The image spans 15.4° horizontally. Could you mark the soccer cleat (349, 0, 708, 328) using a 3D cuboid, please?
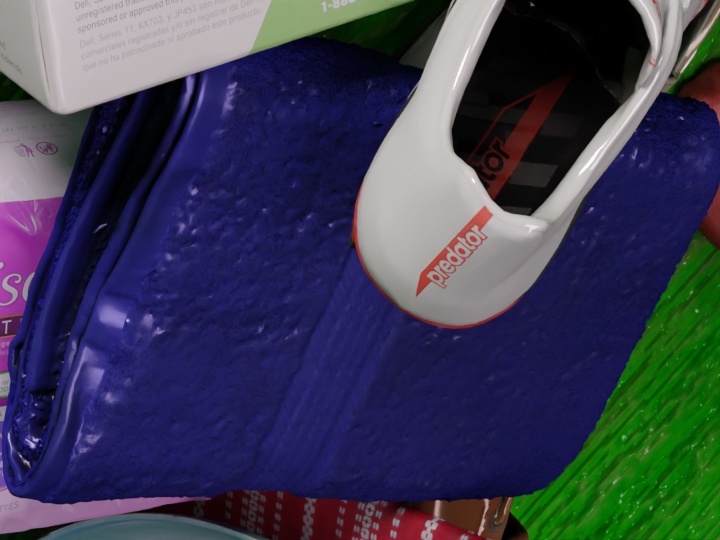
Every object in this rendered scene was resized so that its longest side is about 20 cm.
[{"bbox_3d":[0.060,-0.075,0.680,0.068,0.085,0.201,32,67,-8],"label":"soccer cleat"}]

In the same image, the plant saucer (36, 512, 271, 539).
[{"bbox_3d":[-0.042,0.165,0.842,0.027,0.199,0.201,-35,137,-55],"label":"plant saucer"}]

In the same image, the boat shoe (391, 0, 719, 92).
[{"bbox_3d":[0.061,-0.072,0.836,0.075,0.068,0.200,37,82,-5],"label":"boat shoe"}]

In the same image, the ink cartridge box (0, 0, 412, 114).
[{"bbox_3d":[-0.048,-0.151,0.624,0.117,0.067,0.201,-20,125,-25],"label":"ink cartridge box"}]

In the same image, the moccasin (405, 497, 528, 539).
[{"bbox_3d":[0.029,0.089,0.918,0.077,0.074,0.203,-1,107,-26],"label":"moccasin"}]

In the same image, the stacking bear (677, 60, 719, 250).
[{"bbox_3d":[0.217,-0.010,0.906,0.121,0.200,0.114,-35,129,-15],"label":"stacking bear"}]

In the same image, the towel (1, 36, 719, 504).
[{"bbox_3d":[0.000,0.000,0.762,0.199,0.050,0.148,5,123,-37],"label":"towel"}]

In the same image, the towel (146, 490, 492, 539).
[{"bbox_3d":[0.005,0.136,0.844,0.022,0.199,0.146,-23,127,-50],"label":"towel"}]

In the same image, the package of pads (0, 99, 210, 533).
[{"bbox_3d":[-0.132,0.016,0.759,0.199,0.076,0.121,-7,119,-32],"label":"package of pads"}]
